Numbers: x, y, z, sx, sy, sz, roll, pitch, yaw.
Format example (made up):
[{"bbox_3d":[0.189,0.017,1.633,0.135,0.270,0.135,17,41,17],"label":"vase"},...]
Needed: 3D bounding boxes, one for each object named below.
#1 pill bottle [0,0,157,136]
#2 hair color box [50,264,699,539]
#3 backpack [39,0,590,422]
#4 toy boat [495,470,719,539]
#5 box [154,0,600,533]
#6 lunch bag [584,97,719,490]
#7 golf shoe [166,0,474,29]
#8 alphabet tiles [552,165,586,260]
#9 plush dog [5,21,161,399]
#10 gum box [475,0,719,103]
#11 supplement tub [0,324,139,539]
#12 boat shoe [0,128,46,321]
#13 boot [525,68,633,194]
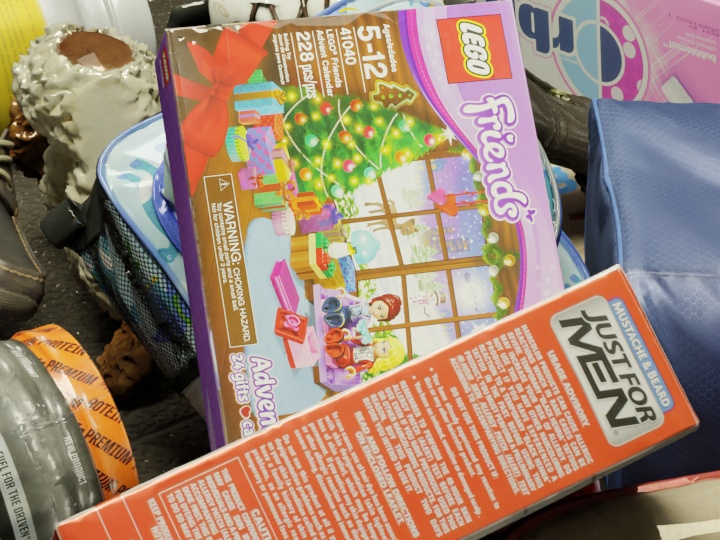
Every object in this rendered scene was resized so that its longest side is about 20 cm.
[{"bbox_3d":[-0.223,-0.121,1.253,0.200,0.112,0.112,-18,33,-21],"label":"pill bottle"},{"bbox_3d":[-0.002,0.074,0.721,0.200,0.064,0.111,-23,-8,-16],"label":"hair color box"},{"bbox_3d":[0.000,0.000,0.916,0.183,0.200,0.147,-32,-5,-23],"label":"backpack"},{"bbox_3d":[0.129,0.134,0.790,0.199,0.131,0.131,-8,0,-6],"label":"toy boat"},{"bbox_3d":[0.005,0.003,0.817,0.137,0.200,0.039,-7,-12,-14],"label":"box"},{"bbox_3d":[0.166,0.019,0.924,0.132,0.136,0.200,-2,39,1],"label":"lunch bag"},{"bbox_3d":[-0.022,-0.118,1.043,0.094,0.078,0.200,20,-22,-29],"label":"golf shoe"},{"bbox_3d":[0.106,0.001,1.091,0.195,0.015,0.200,-16,32,-17],"label":"alphabet tiles"},{"bbox_3d":[-0.095,-0.031,1.092,0.200,0.161,0.172,19,12,-14],"label":"plush dog"},{"bbox_3d":[0.154,-0.125,1.197,0.066,0.114,0.200,-28,37,-33],"label":"gum box"},{"bbox_3d":[-0.196,0.099,0.869,0.200,0.123,0.122,-21,34,-24],"label":"supplement tub"},{"bbox_3d":[-0.206,-0.044,1.048,0.074,0.073,0.200,19,14,-45],"label":"boat shoe"},{"bbox_3d":[0.083,-0.078,1.116,0.174,0.069,0.200,16,16,-28],"label":"boot"}]
